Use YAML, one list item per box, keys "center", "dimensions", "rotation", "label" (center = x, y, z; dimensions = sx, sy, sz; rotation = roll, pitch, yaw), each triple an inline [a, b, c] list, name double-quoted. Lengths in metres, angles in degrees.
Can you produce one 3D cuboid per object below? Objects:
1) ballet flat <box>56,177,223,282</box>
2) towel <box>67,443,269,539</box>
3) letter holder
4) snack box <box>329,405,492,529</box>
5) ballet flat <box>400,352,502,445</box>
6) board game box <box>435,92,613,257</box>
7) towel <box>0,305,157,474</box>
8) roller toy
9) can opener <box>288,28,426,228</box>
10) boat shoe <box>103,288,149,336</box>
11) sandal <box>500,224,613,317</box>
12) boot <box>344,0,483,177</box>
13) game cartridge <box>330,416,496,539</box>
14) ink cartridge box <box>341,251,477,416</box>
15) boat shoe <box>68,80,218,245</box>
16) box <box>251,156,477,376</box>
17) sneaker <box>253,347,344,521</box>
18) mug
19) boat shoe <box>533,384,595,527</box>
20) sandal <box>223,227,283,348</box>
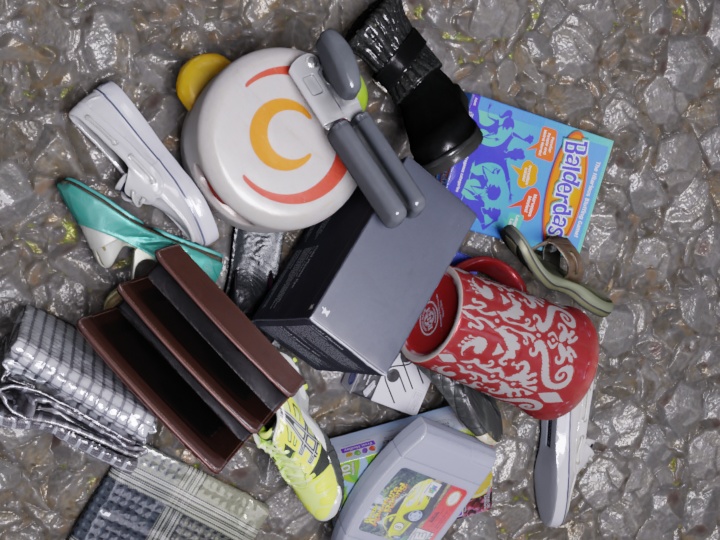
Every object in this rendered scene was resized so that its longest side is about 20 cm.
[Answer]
- center: [-0.242, -0.025, 1.118]
  dimensions: [0.198, 0.067, 0.071]
  rotation: [28, 80, -21]
  label: "ballet flat"
- center: [-0.230, 0.315, 1.214]
  dimensions: [0.199, 0.035, 0.194]
  rotation: [32, 87, -18]
  label: "towel"
- center: [-0.166, 0.084, 1.037]
  dimensions: [0.101, 0.142, 0.200]
  rotation: [-44, 89, 8]
  label: "letter holder"
- center: [0.061, 0.247, 1.256]
  dimensions: [0.197, 0.053, 0.144]
  rotation: [-12, 121, -15]
  label: "snack box"
- center: [0.096, 0.120, 1.203]
  dimensions: [0.057, 0.066, 0.201]
  rotation: [-35, 95, 31]
  label: "ballet flat"
- center: [0.191, -0.110, 1.250]
  dimensions: [0.197, 0.045, 0.154]
  rotation: [13, 96, -20]
  label: "board game box"
- center: [-0.293, 0.123, 1.063]
  dimensions: [0.165, 0.200, 0.086]
  rotation: [33, 91, -19]
  label: "towel"
- center: [-0.097, -0.133, 1.107]
  dimensions: [0.197, 0.139, 0.186]
  rotation: [3, 89, -20]
  label: "roller toy"
- center: [-0.003, -0.136, 1.015]
  dimensions: [0.052, 0.066, 0.202]
  rotation: [-26, 81, -29]
  label: "can opener"
- center: [-0.197, 0.091, 1.146]
  dimensions: [0.199, 0.063, 0.073]
  rotation: [37, 111, -14]
  label: "boat shoe"
- center: [0.235, -0.009, 1.229]
  dimensions: [0.200, 0.080, 0.058]
  rotation: [28, 106, -37]
  label: "sandal"
- center: [0.052, -0.200, 1.114]
  dimensions: [0.079, 0.212, 0.158]
  rotation: [-32, 114, 14]
  label: "boot"
- center: [0.055, 0.266, 1.212]
  dimensions: [0.132, 0.041, 0.201]
  rotation: [25, 107, -27]
  label: "game cartridge"
- center: [0.060, 0.062, 1.243]
  dimensions: [0.093, 0.044, 0.202]
  rotation: [21, 93, -21]
  label: "ink cartridge box"
- center: [-0.229, -0.100, 1.101]
  dimensions: [0.065, 0.074, 0.201]
  rotation: [-39, 93, -20]
  label: "boat shoe"
- center: [0.000, 0.000, 1.115]
  dimensions: [0.104, 0.182, 0.201]
  rotation: [36, 74, -17]
  label: "box"
- center: [-0.083, 0.191, 1.159]
  dimensions: [0.076, 0.075, 0.202]
  rotation: [-33, 100, -53]
  label: "sneaker"
- center: [0.137, 0.067, 1.160]
  dimensions: [0.198, 0.178, 0.135]
  rotation: [21, 104, -34]
  label: "mug"
- center: [0.266, 0.226, 1.329]
  dimensions: [0.069, 0.071, 0.204]
  rotation: [1, 93, -14]
  label: "boat shoe"
- center: [-0.122, 0.033, 1.179]
  dimensions: [0.074, 0.048, 0.204]
  rotation: [-1, 101, -16]
  label: "sandal"
